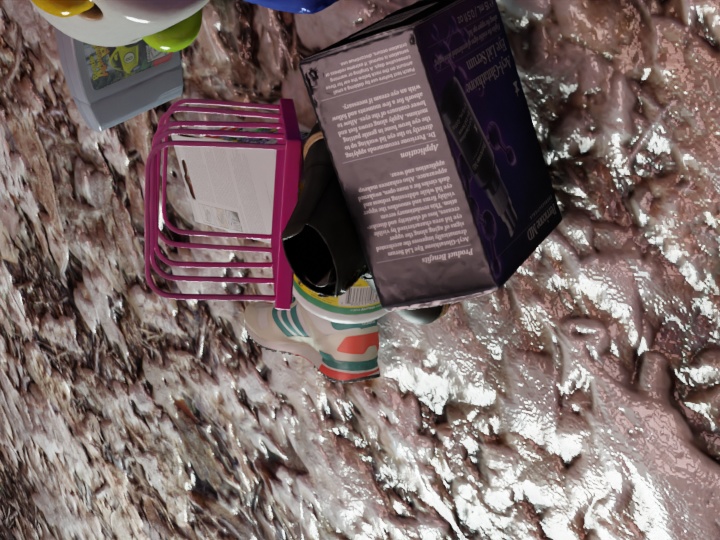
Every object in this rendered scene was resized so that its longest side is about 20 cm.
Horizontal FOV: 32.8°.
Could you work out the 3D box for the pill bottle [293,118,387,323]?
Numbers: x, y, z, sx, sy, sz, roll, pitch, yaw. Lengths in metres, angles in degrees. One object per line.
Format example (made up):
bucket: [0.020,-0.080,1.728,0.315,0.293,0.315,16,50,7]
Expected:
pill bottle: [-0.004,-0.060,1.080,0.113,0.112,0.202,39,141,29]

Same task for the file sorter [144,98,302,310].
file sorter: [-0.120,-0.067,1.062,0.200,0.124,0.141,-107,21,-72]

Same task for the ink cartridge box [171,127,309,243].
ink cartridge box: [-0.114,-0.093,1.263,0.199,0.050,0.110,16,126,49]

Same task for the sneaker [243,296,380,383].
sneaker: [-0.049,0.045,1.275,0.199,0.070,0.095,22,113,47]

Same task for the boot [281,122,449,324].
boot: [0.000,0.000,0.961,0.077,0.139,0.201,-19,122,28]

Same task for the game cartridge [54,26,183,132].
game cartridge: [-0.249,-0.248,1.255,0.041,0.132,0.202,31,137,37]

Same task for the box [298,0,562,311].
box: [0.058,-0.093,0.921,0.103,0.148,0.202,-11,108,33]

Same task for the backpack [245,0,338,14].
backpack: [-0.058,-0.278,0.914,0.162,0.199,0.170,18,128,45]

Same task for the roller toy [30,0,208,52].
roller toy: [-0.218,-0.308,1.120,0.139,0.198,0.185,-5,82,53]
